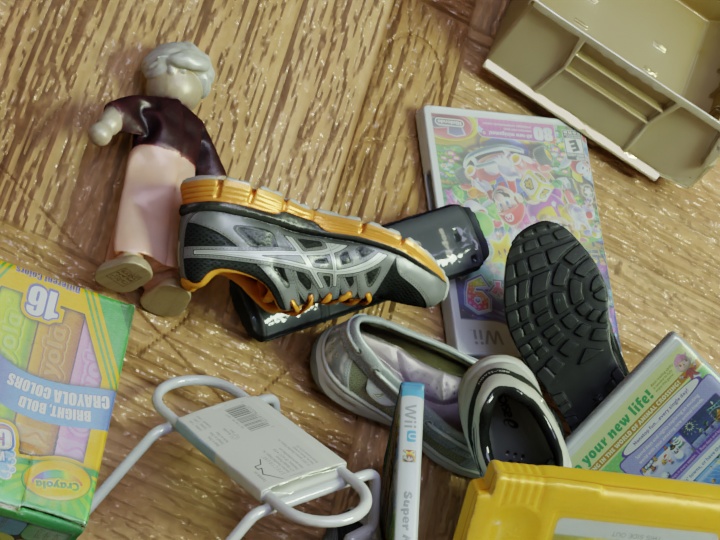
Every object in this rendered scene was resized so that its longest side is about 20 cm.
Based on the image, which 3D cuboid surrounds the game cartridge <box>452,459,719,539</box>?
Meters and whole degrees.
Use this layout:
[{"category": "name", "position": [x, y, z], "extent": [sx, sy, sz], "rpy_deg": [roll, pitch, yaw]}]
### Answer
[{"category": "game cartridge", "position": [0.151, 0.215, 1.478], "extent": [0.198, 0.178, 0.032], "rpy_deg": [6, 25, -16]}]

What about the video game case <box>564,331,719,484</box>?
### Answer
[{"category": "video game case", "position": [0.213, 0.176, 1.552], "extent": [0.182, 0.022, 0.200], "rpy_deg": [44, 94, -2]}]

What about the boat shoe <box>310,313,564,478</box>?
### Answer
[{"category": "boat shoe", "position": [0.063, 0.088, 1.559], "extent": [0.201, 0.065, 0.075], "rpy_deg": [28, 58, -18]}]

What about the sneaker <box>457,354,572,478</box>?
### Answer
[{"category": "sneaker", "position": [0.115, 0.158, 1.498], "extent": [0.075, 0.088, 0.201], "rpy_deg": [-24, 96, 1]}]

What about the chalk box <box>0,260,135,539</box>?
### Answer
[{"category": "chalk box", "position": [-0.228, 0.112, 1.367], "extent": [0.123, 0.124, 0.202], "rpy_deg": [19, 61, -17]}]

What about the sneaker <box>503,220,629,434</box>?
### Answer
[{"category": "sneaker", "position": [0.154, 0.062, 1.604], "extent": [0.075, 0.088, 0.202], "rpy_deg": [-21, 91, 3]}]

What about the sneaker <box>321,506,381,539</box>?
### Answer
[{"category": "sneaker", "position": [-0.058, 0.215, 1.433], "extent": [0.113, 0.076, 0.201], "rpy_deg": [22, 44, 0]}]

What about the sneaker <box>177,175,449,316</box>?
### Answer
[{"category": "sneaker", "position": [-0.036, -0.003, 1.512], "extent": [0.198, 0.078, 0.078], "rpy_deg": [16, 80, -15]}]

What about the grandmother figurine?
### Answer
[{"category": "grandmother figurine", "position": [-0.140, -0.076, 1.545], "extent": [0.121, 0.060, 0.202], "rpy_deg": [38, 47, -40]}]

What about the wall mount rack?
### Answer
[{"category": "wall mount rack", "position": [-0.089, 0.146, 1.419], "extent": [0.173, 0.075, 0.200], "rpy_deg": [-16, 33, -34]}]

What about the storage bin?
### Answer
[{"category": "storage bin", "position": [0.221, -0.198, 1.749], "extent": [0.198, 0.094, 0.201], "rpy_deg": [32, 51, -9]}]

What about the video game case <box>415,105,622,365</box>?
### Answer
[{"category": "video game case", "position": [0.119, -0.025, 1.672], "extent": [0.142, 0.018, 0.202], "rpy_deg": [4, 66, -26]}]

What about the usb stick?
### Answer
[{"category": "usb stick", "position": [0.000, 0.000, 1.579], "extent": [0.199, 0.033, 0.056], "rpy_deg": [-18, 72, -26]}]

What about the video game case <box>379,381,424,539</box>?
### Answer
[{"category": "video game case", "position": [0.023, 0.193, 1.446], "extent": [0.018, 0.143, 0.202], "rpy_deg": [4, 63, -2]}]
